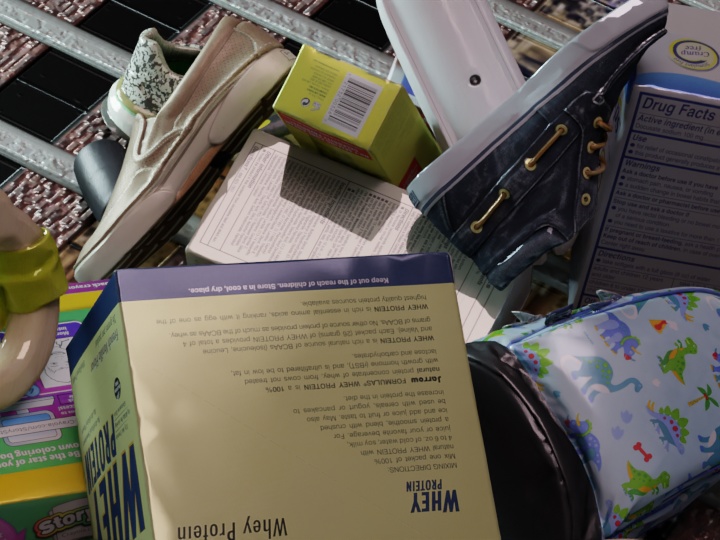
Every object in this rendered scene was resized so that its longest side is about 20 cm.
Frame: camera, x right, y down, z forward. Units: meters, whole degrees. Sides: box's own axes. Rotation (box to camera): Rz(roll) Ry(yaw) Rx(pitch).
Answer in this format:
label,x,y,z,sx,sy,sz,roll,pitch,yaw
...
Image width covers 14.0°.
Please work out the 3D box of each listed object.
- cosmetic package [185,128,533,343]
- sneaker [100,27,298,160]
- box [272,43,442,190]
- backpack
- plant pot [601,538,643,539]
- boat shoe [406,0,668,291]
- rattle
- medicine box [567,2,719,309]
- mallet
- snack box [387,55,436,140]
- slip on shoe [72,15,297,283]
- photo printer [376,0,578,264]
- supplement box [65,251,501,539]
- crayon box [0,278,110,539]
label,x,y,z,sx,sy,sz,roll,pitch,yaw
cosmetic package,0.000,0.000,1.861,0.200,0.073,0.104,24,66,11
sneaker,-0.072,-0.121,1.994,0.200,0.089,0.077,5,41,-14
box,0.004,-0.083,1.898,0.075,0.200,0.050,25,81,15
backpack,0.157,0.087,1.778,0.200,0.154,0.163,-11,70,-47
plant pot,0.162,0.243,1.652,0.200,0.027,0.200,8,52,-11
boat shoe,0.131,-0.080,1.803,0.091,0.200,0.071,49,5,4
rattle,-0.267,0.045,1.680,0.143,0.130,0.200,15,67,21
medicine box,0.245,-0.058,1.918,0.182,0.200,0.103,10,39,-3
mallet,-0.096,-0.088,1.953,0.200,0.041,0.066,-27,47,-17
snack box,0.111,-0.096,2.039,0.200,0.024,0.072,24,40,-4
slip on shoe,-0.123,-0.075,1.872,0.061,0.200,0.076,40,3,8
photo printer,0.083,-0.098,1.921,0.069,0.166,0.200,-26,84,3
supplement box,-0.045,0.109,1.637,0.200,0.134,0.200,-4,71,-19
crayon box,-0.176,0.087,1.747,0.200,0.058,0.173,-7,45,-22
